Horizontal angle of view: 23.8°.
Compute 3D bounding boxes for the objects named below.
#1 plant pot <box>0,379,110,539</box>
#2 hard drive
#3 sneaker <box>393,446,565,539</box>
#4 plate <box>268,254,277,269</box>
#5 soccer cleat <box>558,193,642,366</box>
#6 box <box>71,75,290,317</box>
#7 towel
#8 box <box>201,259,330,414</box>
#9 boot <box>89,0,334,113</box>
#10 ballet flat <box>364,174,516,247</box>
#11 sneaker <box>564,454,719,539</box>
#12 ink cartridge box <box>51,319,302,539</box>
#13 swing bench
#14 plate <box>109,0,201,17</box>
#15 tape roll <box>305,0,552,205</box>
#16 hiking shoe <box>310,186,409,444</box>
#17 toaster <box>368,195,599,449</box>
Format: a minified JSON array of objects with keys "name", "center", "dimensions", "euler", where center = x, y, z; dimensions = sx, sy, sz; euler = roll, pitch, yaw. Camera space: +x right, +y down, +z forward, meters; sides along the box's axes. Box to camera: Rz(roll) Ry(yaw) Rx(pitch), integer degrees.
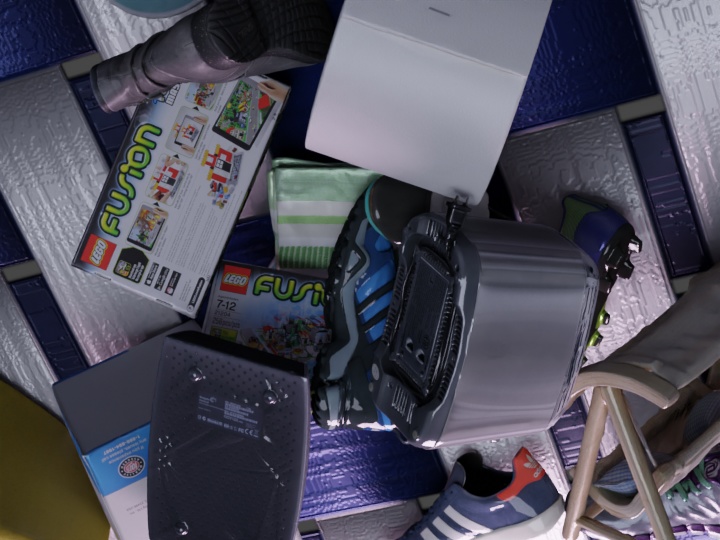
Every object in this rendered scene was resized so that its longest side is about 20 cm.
[{"name":"plant pot","center":[-0.337,0.246,1.596],"dimensions":[0.175,0.201,0.200],"euler":[25,123,-17]},{"name":"hard drive","center":[-0.103,0.148,1.372],"dimensions":[0.134,0.042,0.201],"euler":[15,118,14]},{"name":"sneaker","center":[0.087,0.216,1.561],"dimensions":[0.199,0.075,0.085],"euler":[-24,98,25]},{"name":"plate","center":[0.010,0.037,1.490],"dimensions":[0.198,0.026,0.202],"euler":[5,121,8]},{"name":"soccer cleat","center":[0.169,0.022,1.440],"dimensions":[0.084,0.065,0.201],"euler":[39,130,22]},{"name":"box","center":[-0.144,-0.076,1.379],"dimensions":[0.109,0.035,0.201],"euler":[23,89,-2]},{"name":"towel","center":[0.000,0.000,1.443],"dimensions":[0.151,0.023,0.201],"euler":[3,119,8]},{"name":"box","center":[-0.032,0.063,1.410],"dimensions":[0.198,0.111,0.035],"euler":[10,161,3]},{"name":"boot","center":[-0.112,-0.170,1.309],"dimensions":[0.131,0.200,0.070],"euler":[-19,87,30]},{"name":"ballet flat","center":[0.081,-0.040,1.352],"dimensions":[0.068,0.200,0.069],"euler":[-1,80,32]},{"name":"sneaker","center":[0.279,0.188,1.495],"dimensions":[0.198,0.075,0.088],"euler":[0,132,0]},{"name":"ink cartridge box","center":[-0.160,0.181,1.511],"dimensions":[0.146,0.145,0.201],"euler":[-25,118,-12]},{"name":"swing bench","center":[0.260,0.108,1.363],"dimensions":[0.129,0.198,0.201],"euler":[20,131,43]},{"name":"plate","center":[-0.149,-0.291,1.275],"dimensions":[0.199,0.025,0.202],"euler":[8,103,37]},{"name":"tape roll","center":[0.053,-0.164,1.257],"dimensions":[0.138,0.203,0.204],"euler":[19,122,1]},{"name":"hiking shoe","center":[0.014,0.034,1.371],"dimensions":[0.086,0.074,0.202],"euler":[10,81,-8]},{"name":"toaster","center":[0.094,0.037,1.280],"dimensions":[0.128,0.114,0.202],"euler":[1,111,-28]}]
